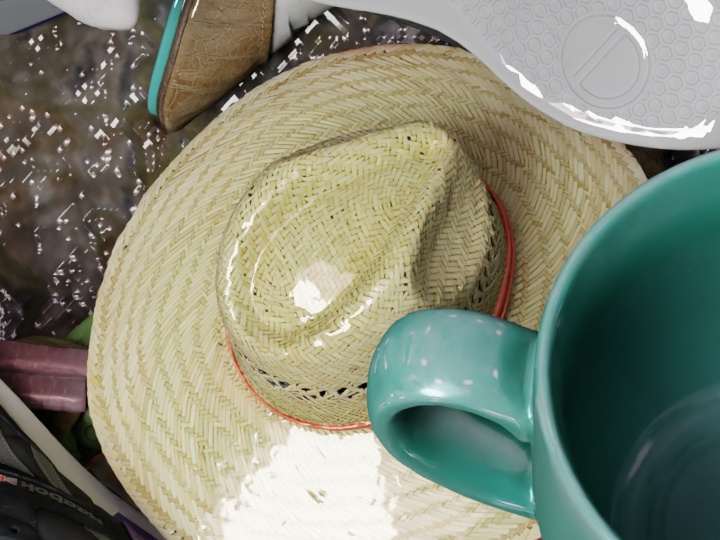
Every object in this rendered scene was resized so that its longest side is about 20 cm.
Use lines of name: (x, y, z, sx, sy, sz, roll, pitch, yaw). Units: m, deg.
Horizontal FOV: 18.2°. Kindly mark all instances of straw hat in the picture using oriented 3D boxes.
straw hat: (0.000, 0.000, 0.699, 0.200, 0.085, 0.202, -3, 68, 8)

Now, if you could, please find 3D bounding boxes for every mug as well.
mug: (0.113, 0.048, 0.644, 0.185, 0.115, 0.152, 37, 69, 22)

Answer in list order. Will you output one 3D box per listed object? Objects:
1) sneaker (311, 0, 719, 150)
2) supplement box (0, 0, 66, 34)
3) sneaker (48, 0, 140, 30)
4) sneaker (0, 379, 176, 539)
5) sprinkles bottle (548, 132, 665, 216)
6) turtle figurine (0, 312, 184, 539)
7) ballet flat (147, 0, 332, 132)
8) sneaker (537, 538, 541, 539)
sneaker: (0.064, -0.099, 0.740, 0.199, 0.099, 0.071, 24, 113, 24)
supplement box: (-0.151, -0.196, 0.827, 0.101, 0.103, 0.201, -13, 84, 44)
sneaker: (-0.053, -0.167, 0.765, 0.200, 0.074, 0.087, -46, 115, -8)
sneaker: (-0.127, 0.075, 0.701, 0.199, 0.088, 0.076, 32, 94, 3)
sprinkles bottle: (0.107, 0.051, 0.747, 0.068, 0.068, 0.201, -30, 66, 17)
turtle figurine: (-0.081, 0.074, 0.815, 0.194, 0.144, 0.200, -40, 91, -1)
ballet flat: (-0.024, -0.144, 0.825, 0.072, 0.068, 0.201, 13, 91, 0)
sneaker: (0.080, 0.133, 0.772, 0.077, 0.084, 0.200, -41, 78, 16)
